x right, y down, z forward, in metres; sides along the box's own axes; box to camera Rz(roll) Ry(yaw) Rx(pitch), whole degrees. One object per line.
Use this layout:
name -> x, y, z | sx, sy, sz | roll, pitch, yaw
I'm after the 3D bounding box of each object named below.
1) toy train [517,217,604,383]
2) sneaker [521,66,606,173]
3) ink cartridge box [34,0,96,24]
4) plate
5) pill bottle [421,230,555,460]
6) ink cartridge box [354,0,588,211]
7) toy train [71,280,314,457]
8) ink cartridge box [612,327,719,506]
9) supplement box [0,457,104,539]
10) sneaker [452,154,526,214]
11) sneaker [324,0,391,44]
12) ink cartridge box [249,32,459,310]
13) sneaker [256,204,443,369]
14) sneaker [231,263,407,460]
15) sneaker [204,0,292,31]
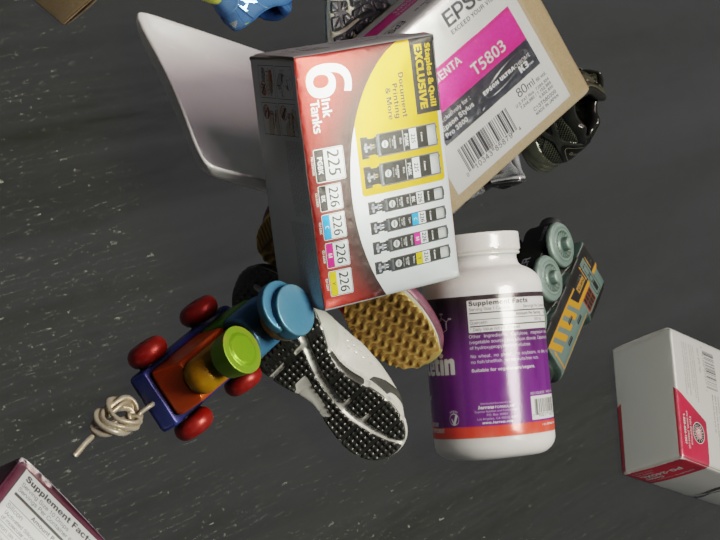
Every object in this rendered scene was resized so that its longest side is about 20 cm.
toy train -> 0.178, 0.038, 1.615 | 0.114, 0.085, 0.201 | 54, 42, -25
sneaker -> 0.194, -0.215, 1.731 | 0.076, 0.114, 0.201 | -19, 83, -50
ink cartridge box -> -0.258, -0.335, 1.351 | 0.164, 0.075, 0.201 | 37, 47, -26
plate -> -0.094, -0.128, 1.408 | 0.198, 0.032, 0.201 | 13, 39, -41
pill bottle -> 0.114, 0.068, 1.477 | 0.112, 0.112, 0.202 | -2, 86, -46
ink cartridge box -> 0.084, -0.170, 1.449 | 0.200, 0.075, 0.165 | -42, 115, -18
toy train -> -0.124, 0.080, 1.250 | 0.085, 0.115, 0.200 | 57, 42, -7
ink cartridge box -> 0.367, 0.164, 1.740 | 0.199, 0.083, 0.146 | 22, 56, -38
supplement box -> -0.264, 0.233, 1.020 | 0.103, 0.130, 0.200 | 49, 43, -16
sneaker -> 0.087, -0.086, 1.548 | 0.076, 0.113, 0.200 | 60, 40, -16
sneaker -> -0.011, -0.176, 1.505 | 0.077, 0.086, 0.202 | -16, 97, -39
ink cartridge box -> 0.015, -0.088, 1.322 | 0.174, 0.084, 0.202 | -14, 104, -28
sneaker -> 0.000, 0.000, 1.437 | 0.200, 0.075, 0.090 | 42, 29, -12
sneaker -> -0.036, 0.074, 1.394 | 0.200, 0.074, 0.080 | 51, 15, -9
sneaker -> -0.093, -0.293, 1.514 | 0.200, 0.075, 0.105 | -52, 121, -38
